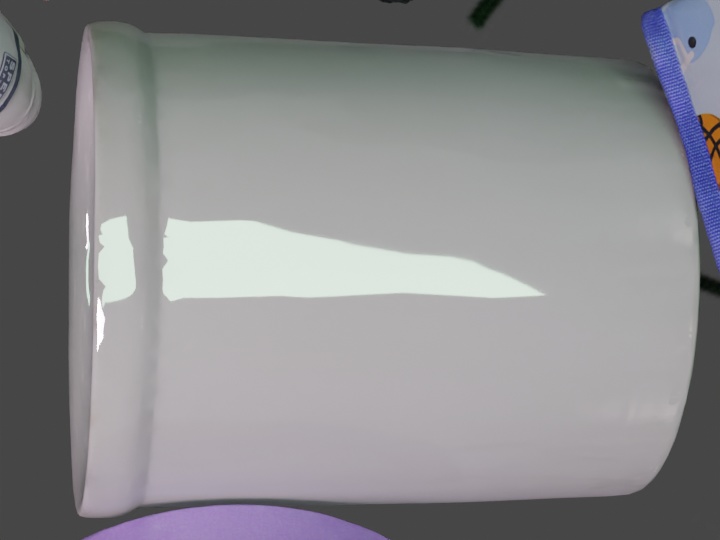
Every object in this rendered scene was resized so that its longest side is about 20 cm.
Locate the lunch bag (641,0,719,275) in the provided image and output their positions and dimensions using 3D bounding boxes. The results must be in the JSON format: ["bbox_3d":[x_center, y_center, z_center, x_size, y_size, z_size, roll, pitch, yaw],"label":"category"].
[{"bbox_3d":[0.207,-0.019,0.676,0.124,0.170,0.201,5,65,-49],"label":"lunch bag"}]

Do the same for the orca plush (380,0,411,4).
[{"bbox_3d":[0.050,-0.150,0.807,0.199,0.071,0.106,-9,79,11],"label":"orca plush"}]

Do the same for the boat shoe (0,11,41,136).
[{"bbox_3d":[-0.198,-0.112,0.771,0.200,0.065,0.074,43,90,16],"label":"boat shoe"}]

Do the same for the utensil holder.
[{"bbox_3d":[0.000,0.000,0.748,0.199,0.170,0.171,0,88,-11],"label":"utensil holder"}]

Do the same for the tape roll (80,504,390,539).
[{"bbox_3d":[-0.047,0.178,0.734,0.199,0.066,0.201,-5,125,-7],"label":"tape roll"}]
